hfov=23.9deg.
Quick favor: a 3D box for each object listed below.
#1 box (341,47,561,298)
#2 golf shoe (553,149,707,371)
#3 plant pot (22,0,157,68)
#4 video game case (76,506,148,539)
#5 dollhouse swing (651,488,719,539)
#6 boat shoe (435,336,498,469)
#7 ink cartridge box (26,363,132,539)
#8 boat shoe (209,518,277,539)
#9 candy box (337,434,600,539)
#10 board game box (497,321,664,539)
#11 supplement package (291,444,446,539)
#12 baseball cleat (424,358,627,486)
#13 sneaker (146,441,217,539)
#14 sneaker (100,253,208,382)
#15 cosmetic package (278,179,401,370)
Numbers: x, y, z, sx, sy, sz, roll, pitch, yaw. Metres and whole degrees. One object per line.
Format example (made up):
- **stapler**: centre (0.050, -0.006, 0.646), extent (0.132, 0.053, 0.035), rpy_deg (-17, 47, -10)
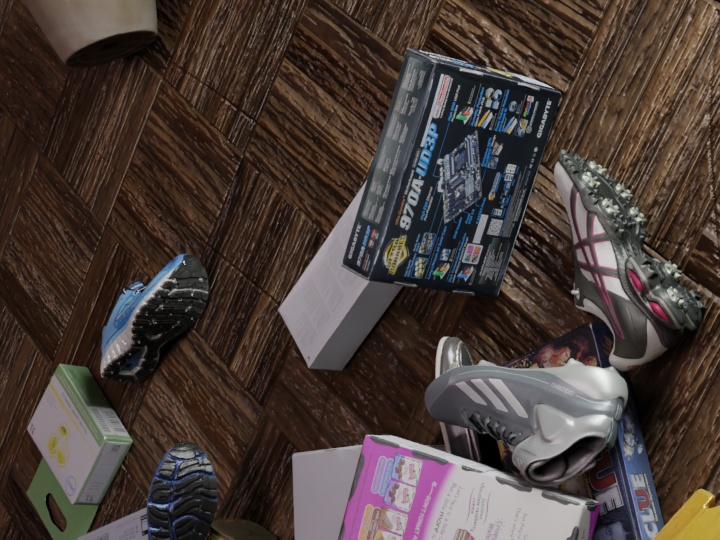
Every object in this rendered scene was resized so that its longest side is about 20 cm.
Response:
- **box**: centre (0.082, -0.081, 1.498), extent (0.046, 0.158, 0.202), rpy_deg (30, 107, 48)
- **golf shoe**: centre (0.200, -0.013, 1.407), extent (0.088, 0.077, 0.201), rpy_deg (-45, 53, 27)
- **plant pot**: centre (-0.321, -0.342, 2.005), extent (0.199, 0.199, 0.175), rpy_deg (-25, 82, 45)
- **video game case**: centre (-0.239, 0.364, 1.890), extent (0.199, 0.045, 0.183), rpy_deg (-28, 63, 44)
- **dollhouse swing**: centre (0.295, 0.306, 1.235), extent (0.182, 0.176, 0.199), rpy_deg (-43, 38, -18)
- **boat shoe**: centre (0.106, 0.158, 1.515), extent (0.056, 0.067, 0.202), rpy_deg (-7, 82, 22)
- **ink cartridge box**: centre (-0.357, 0.236, 2.048), extent (0.146, 0.048, 0.201), rpy_deg (48, 118, 41)
- **boat shoe**: centre (-0.094, 0.317, 1.716), extent (0.200, 0.071, 0.068), rpy_deg (27, 110, 54)
- **candy box**: centre (0.084, 0.228, 1.405), extent (0.198, 0.061, 0.138), rpy_deg (16, 92, 24)
- **board game box**: centre (0.180, 0.161, 1.441), extent (0.135, 0.034, 0.202), rpy_deg (-31, 62, 42)
- **supplement package**: centre (0.020, 0.263, 1.547), extent (0.121, 0.119, 0.202), rpy_deg (-13, 76, 49)
- **baseball cleat**: centre (0.125, 0.126, 1.405), extent (0.199, 0.070, 0.107), rpy_deg (-12, 48, 42)
- **sneaker**: centre (-0.193, 0.275, 1.759), extent (0.078, 0.075, 0.202), rpy_deg (-160, 76, -73)
- **sneaker**: centre (-0.246, 0.040, 1.926), extent (0.200, 0.078, 0.090), rpy_deg (-46, 49, 35)
- **cosmetic package**: centre (0.000, 0.000, 1.664), extent (0.201, 0.050, 0.083), rpy_deg (-54, 46, 30)
